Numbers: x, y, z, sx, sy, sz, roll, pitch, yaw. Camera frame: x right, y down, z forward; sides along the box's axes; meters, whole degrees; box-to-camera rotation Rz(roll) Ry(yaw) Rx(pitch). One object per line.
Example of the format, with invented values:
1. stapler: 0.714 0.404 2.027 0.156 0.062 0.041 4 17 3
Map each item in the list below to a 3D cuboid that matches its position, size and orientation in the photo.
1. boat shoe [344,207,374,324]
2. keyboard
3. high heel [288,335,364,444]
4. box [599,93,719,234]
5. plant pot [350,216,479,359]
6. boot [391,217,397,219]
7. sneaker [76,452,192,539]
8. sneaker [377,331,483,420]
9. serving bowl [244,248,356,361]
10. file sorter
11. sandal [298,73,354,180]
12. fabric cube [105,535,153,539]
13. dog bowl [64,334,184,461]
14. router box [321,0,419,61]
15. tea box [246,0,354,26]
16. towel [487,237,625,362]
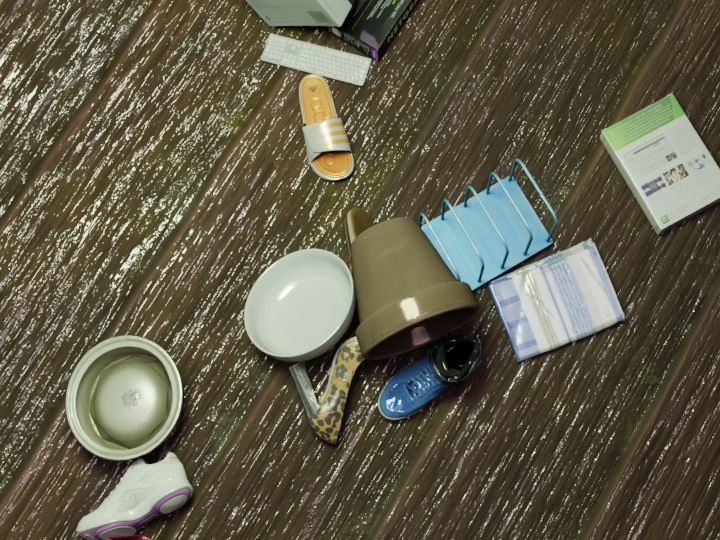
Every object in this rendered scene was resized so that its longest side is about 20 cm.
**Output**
1. boat shoe: 0.000 0.000 1.635 0.071 0.072 0.204 -18 88 38
2. keyboard: -0.081 -0.383 1.775 0.196 0.011 0.057 16 77 8
3. high heel: -0.004 0.185 1.601 0.197 0.071 0.145 -24 86 -4
4. box: 0.517 -0.182 1.662 0.142 0.036 0.203 -26 76 -2
5. plant pot: 0.065 0.020 1.522 0.197 0.201 0.178 -21 73 -1
6. boot: 0.081 0.013 1.636 0.072 0.075 0.204 -14 89 -9
7. sneaker: -0.369 0.368 1.584 0.197 0.075 0.101 -26 56 -2
8. sneaker: 0.111 0.166 1.565 0.197 0.111 0.078 -30 75 -3
9. serving bowl: -0.092 0.066 1.614 0.196 0.066 0.203 -12 54 17
10. file sorter: 0.205 -0.071 1.609 0.198 0.123 0.140 -29 74 -5
11. sandal: -0.071 -0.258 1.716 0.078 0.059 0.211 -17 75 0
12. fabric cube: -0.308 0.528 1.460 0.193 0.200 0.203 20 78 8
13. dog bowl: -0.380 0.214 1.613 0.195 0.074 0.205 -1 75 4
14. router box: 0.024 -0.503 1.776 0.148 0.051 0.202 33 80 10
15. tea box: -0.093 -0.546 1.710 0.198 0.133 0.199 15 73 43
16. towel: 0.325 0.050 1.624 0.197 0.024 0.149 -22 77 1
